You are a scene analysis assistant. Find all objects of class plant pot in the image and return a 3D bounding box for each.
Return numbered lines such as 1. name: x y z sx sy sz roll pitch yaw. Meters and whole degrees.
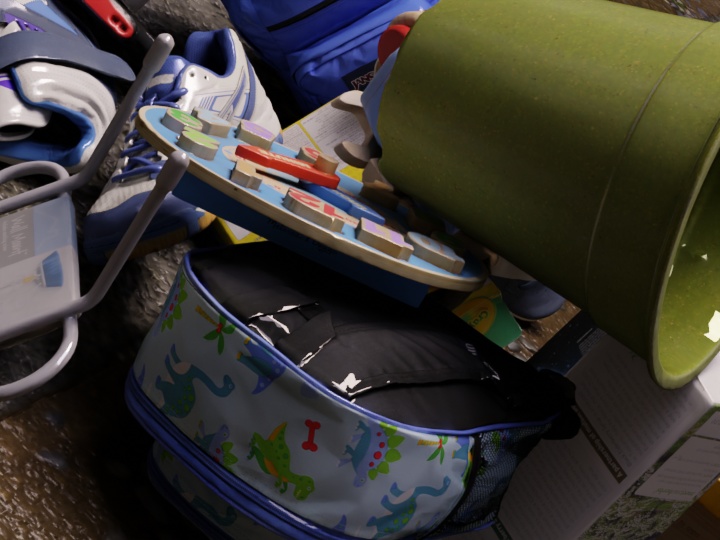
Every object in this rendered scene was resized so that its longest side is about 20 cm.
1. plant pot: 0.117 -0.068 1.315 0.190 0.200 0.200 25 16 22

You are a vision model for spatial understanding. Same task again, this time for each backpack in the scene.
1. backpack: -0.003 -0.189 1.717 0.200 0.162 0.168 52 9 -48
2. backpack: -0.022 0.076 1.289 0.183 0.147 0.200 37 17 25

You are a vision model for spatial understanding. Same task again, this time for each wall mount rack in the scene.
1. wall mount rack: -0.157 -0.030 1.248 0.200 0.173 0.075 -103 171 -55

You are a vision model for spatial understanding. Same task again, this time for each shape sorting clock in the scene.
1. shape sorting clock: -0.024 -0.041 1.310 0.200 0.039 0.200 25 14 -7

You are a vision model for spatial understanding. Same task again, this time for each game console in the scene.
1. game console: -0.190 -0.192 1.588 0.177 0.031 0.200 49 1 5

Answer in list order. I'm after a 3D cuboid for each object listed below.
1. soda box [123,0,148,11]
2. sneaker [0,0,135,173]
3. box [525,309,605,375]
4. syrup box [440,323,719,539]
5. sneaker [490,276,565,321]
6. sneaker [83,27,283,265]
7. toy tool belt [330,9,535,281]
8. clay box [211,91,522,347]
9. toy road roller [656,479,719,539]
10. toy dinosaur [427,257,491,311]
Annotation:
1. soda box: -0.146 -0.213 1.601 0.068 0.064 0.200 48 1 -4
2. sneaker: -0.220 -0.134 1.442 0.200 0.081 0.147 38 17 -25
3. box: 0.152 0.085 1.501 0.136 0.200 0.038 25 32 -36
4. syrup box: 0.129 0.115 1.410 0.079 0.200 0.081 13 37 -51
5. sneaker: 0.113 -0.032 1.717 0.084 0.075 0.200 34 -23 46
6. sneaker: -0.115 -0.074 1.456 0.200 0.075 0.088 -55 131 -57
7. toy tool belt: 0.048 -0.076 1.456 0.123 0.125 0.200 -8 51 -45
8. clay box: 0.000 0.000 1.518 0.200 0.115 0.048 55 -9 25
9. toy road roller: 0.242 0.109 1.676 0.123 0.146 0.200 37 23 -13
10. toy dinosaur: -0.007 0.042 1.426 0.047 0.200 0.088 -38 118 -51
